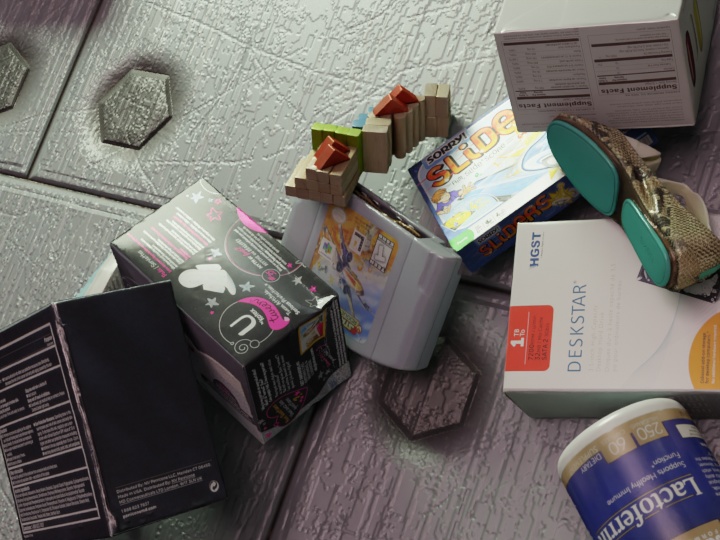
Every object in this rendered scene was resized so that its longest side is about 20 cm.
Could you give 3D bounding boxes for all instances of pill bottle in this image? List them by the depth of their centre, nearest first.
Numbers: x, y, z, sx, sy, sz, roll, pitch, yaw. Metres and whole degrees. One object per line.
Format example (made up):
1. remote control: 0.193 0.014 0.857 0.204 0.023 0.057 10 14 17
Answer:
1. pill bottle: 0.245 0.209 1.116 0.116 0.116 0.200 -32 61 10

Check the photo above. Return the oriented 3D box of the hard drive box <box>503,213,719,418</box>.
1. hard drive box: 0.230 0.040 1.212 0.200 0.077 0.156 -3 68 24

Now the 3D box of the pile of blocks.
1. pile of blocks: 0.009 -0.134 1.330 0.082 0.062 0.200 30 49 33

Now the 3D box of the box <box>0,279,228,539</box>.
1. box: -0.232 0.130 1.280 0.200 0.123 0.199 -21 84 54

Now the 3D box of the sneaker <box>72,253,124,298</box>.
1. sneaker: -0.287 0.055 1.444 0.082 0.074 0.200 25 81 27

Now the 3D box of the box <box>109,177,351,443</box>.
1. box: -0.119 0.037 1.325 0.115 0.132 0.200 -36 56 -21

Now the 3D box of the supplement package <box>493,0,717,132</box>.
1. supplement package: 0.218 -0.225 1.256 0.155 0.111 0.200 0 45 22

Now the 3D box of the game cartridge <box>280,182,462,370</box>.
1. game cartridge: 0.000 0.000 1.320 0.200 0.041 0.133 36 113 37

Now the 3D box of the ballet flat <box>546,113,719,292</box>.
1. ballet flat: 0.230 -0.062 1.183 0.075 0.068 0.200 -17 49 -19

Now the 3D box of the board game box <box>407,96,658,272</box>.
1. board game box: 0.151 -0.103 1.305 0.200 0.034 0.135 -36 41 8
